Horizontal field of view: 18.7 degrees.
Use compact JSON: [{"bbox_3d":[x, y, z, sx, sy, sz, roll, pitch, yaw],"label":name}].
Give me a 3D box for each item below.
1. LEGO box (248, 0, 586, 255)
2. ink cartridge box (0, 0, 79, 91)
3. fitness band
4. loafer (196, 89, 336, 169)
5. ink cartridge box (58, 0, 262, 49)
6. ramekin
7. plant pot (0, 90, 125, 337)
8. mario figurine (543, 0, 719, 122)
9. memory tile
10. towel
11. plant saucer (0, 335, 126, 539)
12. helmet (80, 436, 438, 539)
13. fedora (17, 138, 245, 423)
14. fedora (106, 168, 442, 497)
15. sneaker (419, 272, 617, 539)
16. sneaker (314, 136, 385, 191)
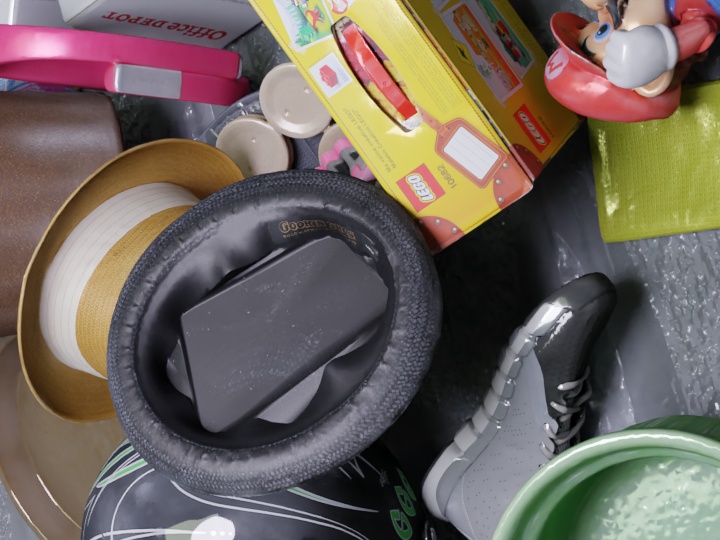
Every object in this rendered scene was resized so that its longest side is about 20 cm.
[{"bbox_3d":[0.031,-0.129,1.252,0.077,0.149,0.200,-34,95,26],"label":"LEGO box"},{"bbox_3d":[-0.277,-0.145,1.583,0.144,0.085,0.201,16,103,36],"label":"ink cartridge box"},{"bbox_3d":[-0.162,-0.133,1.418,0.143,0.200,0.038,10,94,42],"label":"fitness band"},{"bbox_3d":[-0.072,-0.076,1.439,0.200,0.063,0.072,-30,101,28],"label":"loafer"},{"bbox_3d":[-0.084,-0.226,1.387,0.200,0.145,0.083,-29,70,35],"label":"ink cartridge box"},{"bbox_3d":[0.175,0.175,1.198,0.199,0.098,0.201,4,100,21],"label":"ramekin"},{"bbox_3d":[-0.256,-0.037,1.439,0.200,0.197,0.201,174,90,-76],"label":"plant pot"},{"bbox_3d":[0.175,-0.163,1.197,0.200,0.123,0.106,-38,72,23],"label":"mario figurine"},{"bbox_3d":[-0.046,-0.026,1.406,0.153,0.017,0.200,43,119,-3],"label":"memory tile"},{"bbox_3d":[0.216,-0.068,1.237,0.199,0.018,0.086,-8,86,39],"label":"towel"},{"bbox_3d":[-0.186,0.124,1.523,0.200,0.029,0.201,20,122,34],"label":"plant saucer"},{"bbox_3d":[-0.067,0.163,1.334,0.200,0.200,0.191,-32,115,35],"label":"helmet"},{"bbox_3d":[-0.115,0.018,1.322,0.082,0.200,0.201,26,107,35],"label":"fedora"},{"bbox_3d":[-0.039,0.043,1.233,0.200,0.092,0.201,-7,71,20],"label":"fedora"},{"bbox_3d":[0.123,0.103,1.290,0.116,0.075,0.200,46,128,23],"label":"sneaker"},{"bbox_3d":[0.000,0.000,1.363,0.079,0.095,0.200,-96,26,-57],"label":"sneaker"}]
